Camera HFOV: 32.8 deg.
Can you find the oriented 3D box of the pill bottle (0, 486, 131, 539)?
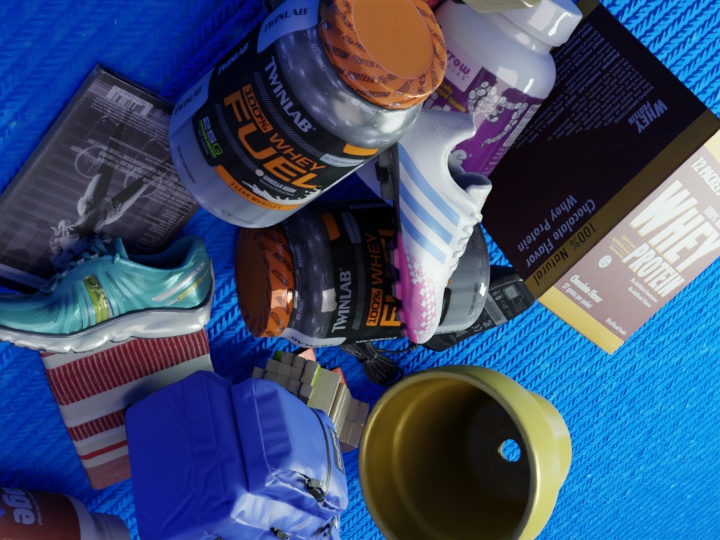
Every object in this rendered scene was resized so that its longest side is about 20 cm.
[{"bbox_3d":[-0.313,0.255,1.112,0.199,0.113,0.113,17,119,-42],"label":"pill bottle"}]

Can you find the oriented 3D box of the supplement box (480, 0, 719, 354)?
[{"bbox_3d":[0.202,-0.082,1.038,0.197,0.201,0.132,-44,137,13],"label":"supplement box"}]

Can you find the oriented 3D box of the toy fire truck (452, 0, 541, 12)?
[{"bbox_3d":[0.079,-0.284,0.773,0.199,0.128,0.178,26,77,-44],"label":"toy fire truck"}]

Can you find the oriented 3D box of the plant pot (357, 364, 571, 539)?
[{"bbox_3d":[0.126,0.196,1.267,0.201,0.201,0.188,-50,157,20],"label":"plant pot"}]

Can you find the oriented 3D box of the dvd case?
[{"bbox_3d":[-0.201,-0.053,0.957,0.148,0.016,0.200,23,115,-44],"label":"dvd case"}]

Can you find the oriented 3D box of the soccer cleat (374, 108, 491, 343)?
[{"bbox_3d":[0.060,-0.029,0.933,0.085,0.070,0.202,-8,125,-1],"label":"soccer cleat"}]

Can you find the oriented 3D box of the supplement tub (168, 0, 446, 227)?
[{"bbox_3d":[-0.039,-0.120,0.859,0.122,0.124,0.199,9,153,-37],"label":"supplement tub"}]

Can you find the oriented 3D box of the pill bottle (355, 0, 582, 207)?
[{"bbox_3d":[0.084,-0.144,0.973,0.112,0.113,0.201,14,121,-40],"label":"pill bottle"}]

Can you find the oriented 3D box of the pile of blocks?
[{"bbox_3d":[-0.049,0.115,1.192,0.200,0.081,0.063,56,49,-58],"label":"pile of blocks"}]

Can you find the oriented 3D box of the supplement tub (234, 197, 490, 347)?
[{"bbox_3d":[0.000,0.000,1.047,0.198,0.123,0.123,-6,132,-23],"label":"supplement tub"}]

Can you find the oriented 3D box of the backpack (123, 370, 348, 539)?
[{"bbox_3d":[-0.092,0.196,1.098,0.166,0.164,0.200,-21,146,19],"label":"backpack"}]

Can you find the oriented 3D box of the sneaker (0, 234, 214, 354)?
[{"bbox_3d":[-0.210,0.013,0.965,0.198,0.077,0.081,-10,116,-31],"label":"sneaker"}]

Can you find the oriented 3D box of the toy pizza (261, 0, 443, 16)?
[{"bbox_3d":[0.018,-0.231,0.884,0.199,0.032,0.201,-26,146,-19],"label":"toy pizza"}]

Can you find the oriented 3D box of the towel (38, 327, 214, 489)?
[{"bbox_3d":[-0.200,0.111,1.112,0.143,0.023,0.201,-20,137,-13],"label":"towel"}]

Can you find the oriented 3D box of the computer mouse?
[{"bbox_3d":[0.067,0.031,1.185,0.199,0.046,0.140,-31,142,14],"label":"computer mouse"}]
